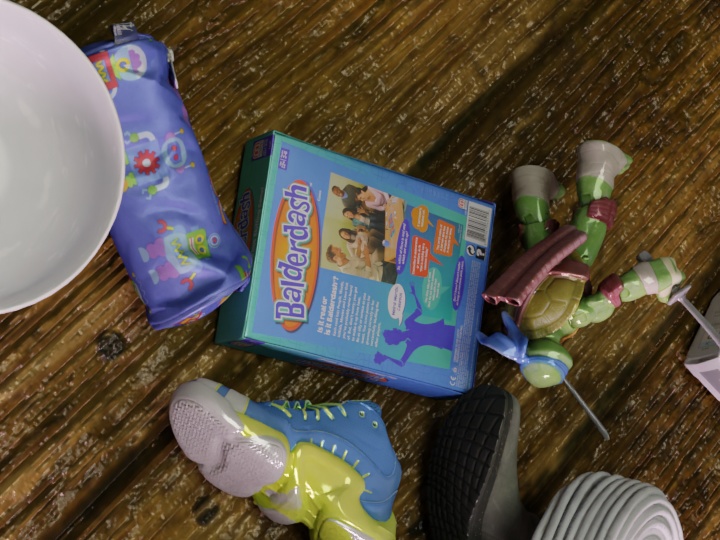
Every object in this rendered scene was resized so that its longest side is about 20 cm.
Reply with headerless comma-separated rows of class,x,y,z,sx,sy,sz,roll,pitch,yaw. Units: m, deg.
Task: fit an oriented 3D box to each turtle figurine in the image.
turtle figurine,0.175,0.016,1.290,0.200,0.144,0.194,10,62,-11

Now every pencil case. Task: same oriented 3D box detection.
pencil case,-0.137,-0.063,1.134,0.087,0.078,0.200,-23,96,-11

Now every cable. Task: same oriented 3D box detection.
cable,0.170,0.246,1.218,0.200,0.069,0.200,-42,134,-48

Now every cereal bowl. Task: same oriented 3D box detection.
cereal bowl,-0.252,-0.067,1.050,0.200,0.083,0.201,2,84,-24

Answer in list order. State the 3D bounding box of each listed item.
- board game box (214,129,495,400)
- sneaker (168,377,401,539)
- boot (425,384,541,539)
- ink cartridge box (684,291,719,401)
board game box,0.000,0.000,1.234,0.200,0.045,0.152,17,74,-31
sneaker,-0.045,0.117,1.179,0.200,0.076,0.105,45,49,-27
boot,0.114,0.186,1.264,0.130,0.068,0.200,9,93,-36
ink cartridge box,0.376,0.053,1.477,0.160,0.047,0.200,43,57,-20
